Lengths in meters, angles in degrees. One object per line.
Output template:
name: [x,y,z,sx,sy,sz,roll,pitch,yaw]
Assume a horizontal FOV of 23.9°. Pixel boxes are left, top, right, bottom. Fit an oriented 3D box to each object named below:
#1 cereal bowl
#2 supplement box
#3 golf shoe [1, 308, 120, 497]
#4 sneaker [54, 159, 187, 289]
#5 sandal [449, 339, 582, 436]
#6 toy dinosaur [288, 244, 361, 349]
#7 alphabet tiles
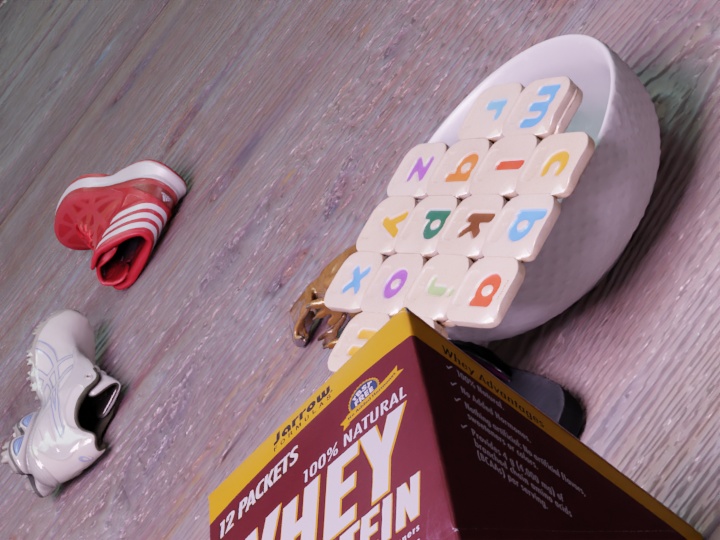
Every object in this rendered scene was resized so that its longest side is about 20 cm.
cereal bowl: [0.104,-0.038,1.009,0.200,0.083,0.201,-41,27,27]
supplement box: [0.054,0.161,0.693,0.133,0.197,0.200,-44,25,19]
golf shoe: [-0.244,0.106,1.491,0.097,0.078,0.201,-22,41,22]
sneaker: [-0.260,-0.034,1.677,0.200,0.078,0.116,-25,35,49]
sandal: [0.056,0.071,0.992,0.076,0.048,0.200,-59,25,-12]
toy dinosaur: [0.000,0.000,1.177,0.200,0.060,0.107,-35,28,35]
alphabet tiles: [0.053,-0.023,0.962,0.201,0.015,0.195,-60,24,-14]
